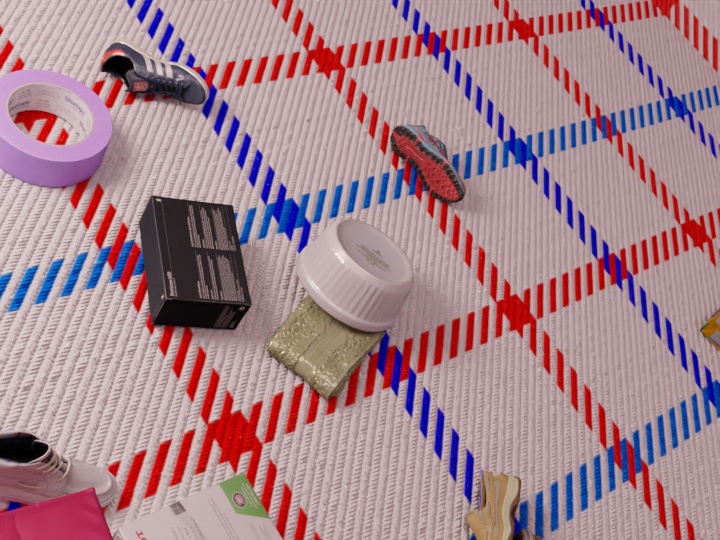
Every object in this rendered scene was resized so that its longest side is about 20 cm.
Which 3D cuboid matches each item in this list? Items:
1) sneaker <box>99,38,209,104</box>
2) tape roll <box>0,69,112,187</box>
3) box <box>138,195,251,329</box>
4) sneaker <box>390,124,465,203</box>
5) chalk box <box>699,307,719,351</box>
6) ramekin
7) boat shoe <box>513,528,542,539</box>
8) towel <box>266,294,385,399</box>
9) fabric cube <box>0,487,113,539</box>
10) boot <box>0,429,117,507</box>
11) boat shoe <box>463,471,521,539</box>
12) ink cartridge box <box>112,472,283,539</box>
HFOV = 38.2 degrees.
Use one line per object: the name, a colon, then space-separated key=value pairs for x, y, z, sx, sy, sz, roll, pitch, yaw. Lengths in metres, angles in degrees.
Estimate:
sneaker: x=-0.371 y=-0.337 z=1.851 sx=0.200 sy=0.075 sz=0.085 roll=24 pitch=43 yaw=2
tape roll: x=-0.508 y=-0.232 z=1.681 sx=0.200 sy=0.066 sz=0.201 roll=17 pitch=48 yaw=-19
box: x=-0.263 y=-0.013 z=1.637 sx=0.141 sy=0.079 sz=0.200 roll=8 pitch=51 yaw=-30
sneaker: x=0.153 y=-0.223 z=2.069 sx=0.095 sy=0.079 sz=0.200 roll=-22 pitch=68 yaw=-44
chalk box: x=0.830 y=0.096 z=2.185 sx=0.125 sy=0.124 sz=0.200 roll=47 pitch=44 yaw=13
ramekin: x=0.000 y=0.000 z=1.742 sx=0.202 sy=0.094 sz=0.203 roll=28 pitch=29 yaw=-17
boat shoe: x=0.262 y=0.483 z=1.548 sx=0.072 sy=0.076 sz=0.200 roll=24 pitch=47 yaw=-15
towel: x=-0.054 y=0.108 z=1.694 sx=0.148 sy=0.037 sz=0.200 roll=38 pitch=44 yaw=4
fabric cube: x=-0.371 y=0.392 z=1.148 sx=0.200 sy=0.196 sz=0.200 roll=-10 pitch=58 yaw=-36
boot: x=-0.399 y=0.254 z=1.317 sx=0.199 sy=0.096 sz=0.074 roll=10 pitch=49 yaw=-24
boat shoe: x=0.194 y=0.392 z=1.596 sx=0.076 sy=0.072 sz=0.200 roll=18 pitch=37 yaw=2
ink cartridge box: x=-0.208 y=0.372 z=1.343 sx=0.200 sy=0.084 sz=0.146 roll=-16 pitch=64 yaw=-39
